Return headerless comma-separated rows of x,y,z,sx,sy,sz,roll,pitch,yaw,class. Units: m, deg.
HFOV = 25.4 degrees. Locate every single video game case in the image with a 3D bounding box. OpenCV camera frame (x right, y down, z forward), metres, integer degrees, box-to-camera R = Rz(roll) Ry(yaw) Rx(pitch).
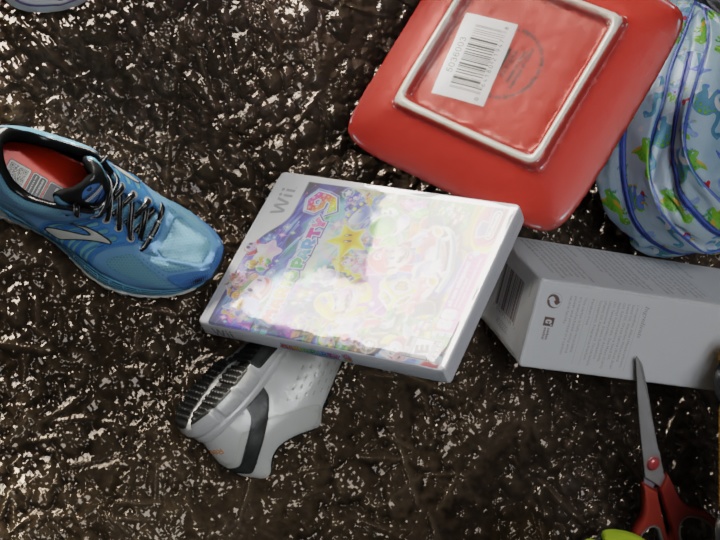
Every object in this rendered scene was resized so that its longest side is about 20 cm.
0.000,0.000,1.121,0.144,0.198,0.018,-63,146,-29,video game case

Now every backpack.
0.262,-0.107,1.249,0.163,0.153,0.201,41,76,-33,backpack

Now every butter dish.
0.126,-0.125,1.211,0.198,0.148,0.201,27,80,26,butter dish

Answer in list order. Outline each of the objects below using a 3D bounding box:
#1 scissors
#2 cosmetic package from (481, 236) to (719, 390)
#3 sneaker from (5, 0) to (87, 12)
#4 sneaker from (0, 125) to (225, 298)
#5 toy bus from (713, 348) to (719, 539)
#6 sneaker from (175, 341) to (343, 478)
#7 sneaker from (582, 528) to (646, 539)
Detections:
0.218,0.160,1.214,0.073,0.014,0.201,-30,119,-4,scissors
0.202,0.034,1.220,0.198,0.102,0.072,8,108,-17,cosmetic package
-0.170,-0.259,1.140,0.200,0.114,0.073,-34,95,-19,sneaker
-0.185,-0.041,1.111,0.198,0.090,0.079,24,75,-15,sneaker
0.301,0.154,1.165,0.078,0.064,0.203,20,69,-57,toy bus
-0.044,0.065,1.164,0.200,0.074,0.080,-46,112,-15,sneaker
0.257,0.256,1.211,0.198,0.081,0.075,13,102,-22,sneaker
